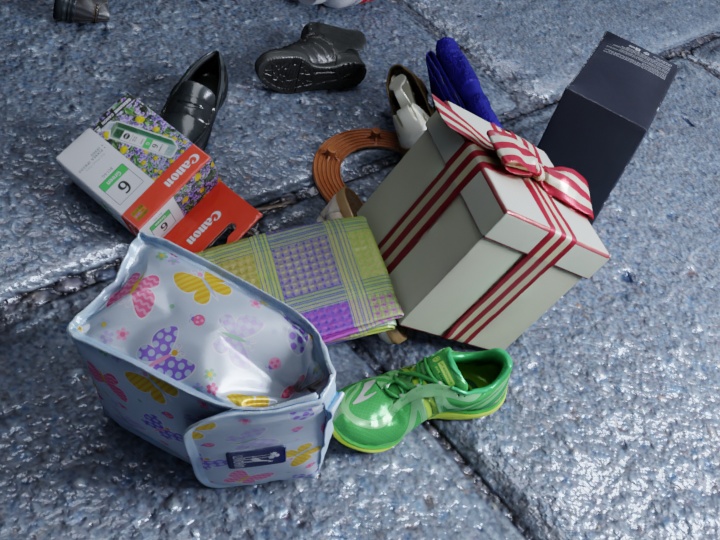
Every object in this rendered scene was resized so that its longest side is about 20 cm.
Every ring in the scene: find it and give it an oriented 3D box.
[{"bbox_3d":[0.038,-0.117,1.040,0.197,0.019,0.202,10,45,-10],"label":"ring"}]

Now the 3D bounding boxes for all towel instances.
[{"bbox_3d":[-0.071,0.020,0.817,0.197,0.023,0.145,-16,57,-7],"label":"towel"},{"bbox_3d":[0.128,-0.177,1.045,0.049,0.149,0.202,-13,50,-4],"label":"towel"}]

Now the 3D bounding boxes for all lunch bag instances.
[{"bbox_3d":[-0.114,0.091,0.666,0.198,0.170,0.128,25,60,7],"label":"lunch bag"}]

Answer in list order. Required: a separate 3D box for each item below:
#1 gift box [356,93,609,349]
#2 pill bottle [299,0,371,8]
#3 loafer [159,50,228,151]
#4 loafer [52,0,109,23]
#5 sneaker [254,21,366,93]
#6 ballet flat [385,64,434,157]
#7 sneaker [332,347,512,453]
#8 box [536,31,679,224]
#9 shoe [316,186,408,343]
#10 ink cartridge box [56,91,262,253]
[{"bbox_3d":[0.116,-0.058,0.851,0.183,0.187,0.202,13,41,-42],"label":"gift box"},{"bbox_3d":[-0.012,-0.474,1.304,0.198,0.113,0.112,-25,59,-35],"label":"pill bottle"},{"bbox_3d":[-0.204,-0.191,0.992,0.067,0.071,0.202,16,45,-2],"label":"loafer"},{"bbox_3d":[-0.371,-0.407,1.154,0.071,0.073,0.203,12,53,-19],"label":"loafer"},{"bbox_3d":[-0.068,-0.299,1.156,0.197,0.060,0.105,-6,50,-31],"label":"sneaker"},{"bbox_3d":[0.066,-0.195,1.054,0.067,0.072,0.202,-26,44,17],"label":"ballet flat"},{"bbox_3d":[0.057,0.108,0.780,0.197,0.084,0.075,-12,52,-28],"label":"sneaker"},{"bbox_3d":[0.283,-0.155,1.030,0.103,0.202,0.182,30,45,11],"label":"box"},{"bbox_3d":[0.000,0.000,0.895,0.053,0.070,0.202,-31,53,14],"label":"shoe"},{"bbox_3d":[-0.210,-0.089,0.876,0.199,0.051,0.109,38,74,19],"label":"ink cartridge box"}]
